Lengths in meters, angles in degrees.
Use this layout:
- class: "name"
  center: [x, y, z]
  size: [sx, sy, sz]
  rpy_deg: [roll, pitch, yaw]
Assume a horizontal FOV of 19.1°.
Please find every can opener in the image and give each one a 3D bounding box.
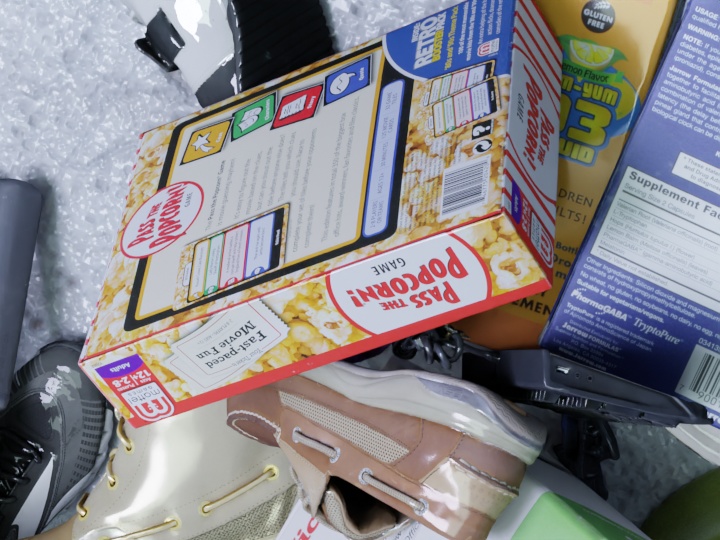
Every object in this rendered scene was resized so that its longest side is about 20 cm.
- class: "can opener"
  center: [-0.209, 0.049, 1.071]
  size: [0.053, 0.067, 0.202]
  rpy_deg: [4, 82, 34]

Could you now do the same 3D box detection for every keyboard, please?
- class: "keyboard"
  center: [0.069, 0.047, 0.923]
  size: [0.126, 0.200, 0.021]
  rpy_deg: [20, 85, -5]

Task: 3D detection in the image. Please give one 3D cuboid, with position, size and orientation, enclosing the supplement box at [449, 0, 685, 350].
- class: "supplement box"
  center: [0.094, -0.061, 0.976]
  size: [0.066, 0.069, 0.201]
  rpy_deg: [19, 111, 11]

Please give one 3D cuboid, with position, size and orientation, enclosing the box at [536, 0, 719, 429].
- class: "box"
  center: [0.166, -0.033, 0.892]
  size: [0.120, 0.032, 0.201]
  rpy_deg: [25, 114, 7]

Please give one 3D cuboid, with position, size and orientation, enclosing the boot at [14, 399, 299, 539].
- class: "boot"
  center: [-0.117, 0.085, 1.071]
  size: [0.198, 0.073, 0.157]
  rpy_deg: [-12, 103, -1]

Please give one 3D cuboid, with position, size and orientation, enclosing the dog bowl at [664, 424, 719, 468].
- class: "dog bowl"
  center: [0.207, -0.007, 0.946]
  size: [0.198, 0.074, 0.202]
  rpy_deg: [5, 109, 15]

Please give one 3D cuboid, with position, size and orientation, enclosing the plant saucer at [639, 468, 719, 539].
- class: "plant saucer"
  center: [0.215, 0.188, 1.036]
  size: [0.198, 0.031, 0.202]
  rpy_deg: [6, 108, 17]

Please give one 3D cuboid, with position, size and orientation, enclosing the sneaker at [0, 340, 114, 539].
- class: "sneaker"
  center: [-0.196, 0.124, 1.123]
  size: [0.066, 0.091, 0.200]
  rpy_deg: [38, 115, 3]

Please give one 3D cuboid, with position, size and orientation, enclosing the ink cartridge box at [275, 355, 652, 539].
- class: "ink cartridge box"
  center: [0.047, 0.149, 0.965]
  size: [0.084, 0.200, 0.146]
  rpy_deg: [28, 97, -32]

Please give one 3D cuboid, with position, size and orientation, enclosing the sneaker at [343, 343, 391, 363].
- class: "sneaker"
  center: [0.000, 0.000, 0.980]
  size: [0.199, 0.081, 0.089]
  rpy_deg: [-13, 133, 31]

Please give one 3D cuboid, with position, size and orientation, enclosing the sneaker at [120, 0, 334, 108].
- class: "sneaker"
  center: [-0.075, -0.129, 1.018]
  size: [0.088, 0.074, 0.201]
  rpy_deg: [-6, 108, 40]

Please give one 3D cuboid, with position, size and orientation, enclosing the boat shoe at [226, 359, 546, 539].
- class: "boat shoe"
  center: [-0.003, 0.080, 0.942]
  size: [0.075, 0.199, 0.072]
  rpy_deg: [27, 77, -31]

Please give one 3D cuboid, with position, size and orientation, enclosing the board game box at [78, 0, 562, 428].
- class: "board game box"
  center: [-0.014, -0.029, 0.905]
  size: [0.199, 0.152, 0.046]
  rpy_deg: [-19, 128, 24]

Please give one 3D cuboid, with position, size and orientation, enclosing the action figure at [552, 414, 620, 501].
- class: "action figure"
  center: [0.096, 0.166, 1.015]
  size: [0.193, 0.104, 0.202]
  rpy_deg: [8, 104, 51]
